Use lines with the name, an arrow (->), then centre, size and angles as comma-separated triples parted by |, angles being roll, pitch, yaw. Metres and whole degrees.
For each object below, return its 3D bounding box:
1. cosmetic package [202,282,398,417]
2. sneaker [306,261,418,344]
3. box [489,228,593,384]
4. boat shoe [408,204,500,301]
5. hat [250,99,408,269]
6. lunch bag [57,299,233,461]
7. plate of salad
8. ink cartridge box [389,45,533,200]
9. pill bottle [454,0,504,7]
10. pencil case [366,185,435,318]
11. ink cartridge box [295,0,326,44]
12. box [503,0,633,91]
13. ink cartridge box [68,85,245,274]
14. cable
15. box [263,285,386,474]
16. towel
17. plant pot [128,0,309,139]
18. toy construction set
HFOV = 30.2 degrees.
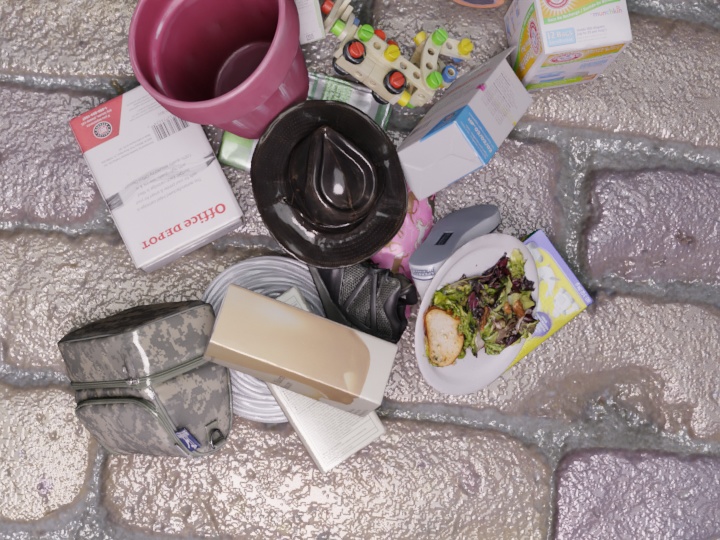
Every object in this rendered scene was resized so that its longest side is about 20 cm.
cosmetic package -> -0.068, 0.090, 1.461 | 0.197, 0.105, 0.072 | 20, 73, -5
sneaker -> 0.000, 0.000, 1.569 | 0.113, 0.076, 0.202 | -25, 79, 12
box -> 0.177, 0.054, 1.662 | 0.199, 0.048, 0.118 | -38, 89, -5
boat shoe -> 0.122, -0.009, 1.619 | 0.074, 0.202, 0.087 | -1, 115, 26
hat -> -0.033, -0.108, 1.511 | 0.197, 0.081, 0.204 | 2, 77, -7
lunch bag -> -0.242, 0.134, 1.549 | 0.138, 0.198, 0.170 | -24, 101, -42
plate of salad -> 0.145, 0.056, 1.561 | 0.198, 0.048, 0.203 | -17, 118, -35
ink cartridge box -> 0.132, -0.181, 1.612 | 0.068, 0.114, 0.200 | 51, 44, -14
pill bottle -> 0.157, -0.437, 1.677 | 0.104, 0.106, 0.203 | 8, 84, -3
pencil case -> 0.040, -0.041, 1.646 | 0.082, 0.086, 0.203 | 9, 82, 34
ink cartridge box -> -0.091, -0.389, 1.590 | 0.047, 0.201, 0.147 | -15, 58, -3
box -> 0.248, -0.294, 1.621 | 0.111, 0.200, 0.103 | -9, 85, -4
ink cartridge box -> -0.246, -0.117, 1.632 | 0.145, 0.083, 0.202 | -26, 86, -5
cable -> -0.106, 0.084, 1.630 | 0.197, 0.069, 0.203 | -16, 85, -5
box -> -0.061, 0.127, 1.553 | 0.094, 0.078, 0.202 | -31, 86, -7
towel -> -0.069, -0.178, 1.677 | 0.197, 0.031, 0.152 | 16, 83, -2
plant pot -> -0.147, -0.247, 1.563 | 0.197, 0.179, 0.203 | -6, 70, 17
toy construction set -> 0.032, -0.276, 1.654 | 0.198, 0.092, 0.132 | 28, 63, 0
